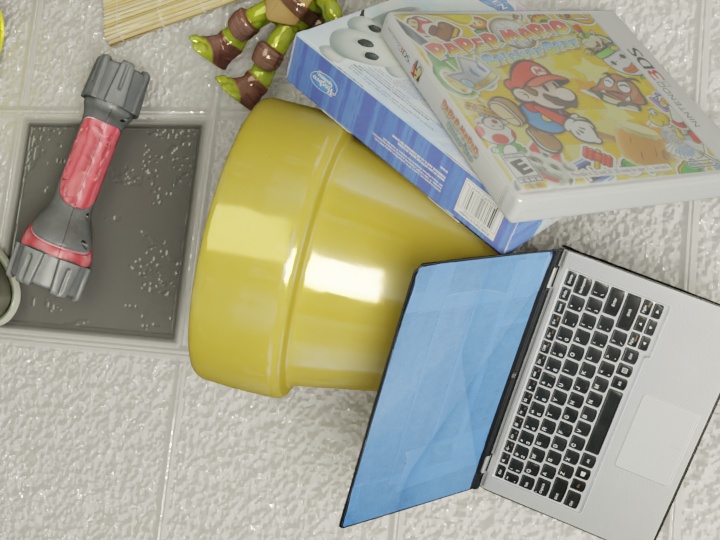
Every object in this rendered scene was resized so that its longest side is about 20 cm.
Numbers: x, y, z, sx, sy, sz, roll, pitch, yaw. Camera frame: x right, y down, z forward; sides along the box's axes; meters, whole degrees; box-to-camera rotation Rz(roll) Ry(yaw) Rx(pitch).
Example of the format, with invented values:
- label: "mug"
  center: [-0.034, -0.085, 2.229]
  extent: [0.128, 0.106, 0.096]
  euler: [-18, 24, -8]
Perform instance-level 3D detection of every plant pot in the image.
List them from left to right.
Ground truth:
- label: "plant pot"
  center: [0.000, 0.000, 0.747]
  extent: [0.186, 0.201, 0.204]
  euler: [14, 85, 6]

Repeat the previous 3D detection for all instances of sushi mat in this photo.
- label: "sushi mat"
  center: [-0.140, -0.269, 0.933]
  extent: [0.197, 0.012, 0.097]
  euler: [-15, 75, 16]

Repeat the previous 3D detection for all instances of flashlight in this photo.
- label: "flashlight"
  center: [-0.232, -0.079, 0.901]
  extent: [0.067, 0.068, 0.203]
  euler: [20, 88, 22]

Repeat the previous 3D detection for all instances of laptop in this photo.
- label: "laptop"
  center: [0.115, 0.095, 0.667]
  extent: [0.197, 0.116, 0.190]
  euler: [21, 115, 11]

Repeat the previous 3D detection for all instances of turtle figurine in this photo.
- label: "turtle figurine"
  center: [-0.064, -0.222, 0.870]
  extent: [0.161, 0.064, 0.201]
  euler: [-41, 78, 16]

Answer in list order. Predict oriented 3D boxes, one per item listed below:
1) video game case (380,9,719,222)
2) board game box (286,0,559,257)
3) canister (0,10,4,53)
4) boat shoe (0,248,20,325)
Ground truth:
- label: "video game case"
  center: [0.135, -0.110, 0.702]
  extent: [0.183, 0.197, 0.023]
  euler: [61, 145, 34]
- label: "board game box"
  center: [0.086, -0.119, 0.740]
  extent: [0.200, 0.198, 0.044]
  euler: [41, 137, 21]
- label: "canister"
  center: [-0.442, -0.193, 0.987]
  extent: [0.197, 0.086, 0.151]
  euler: [9, 83, 22]
- label: "boat shoe"
  center: [-0.380, -0.021, 0.946]
  extent: [0.201, 0.060, 0.073]
  euler: [38, 94, 22]
